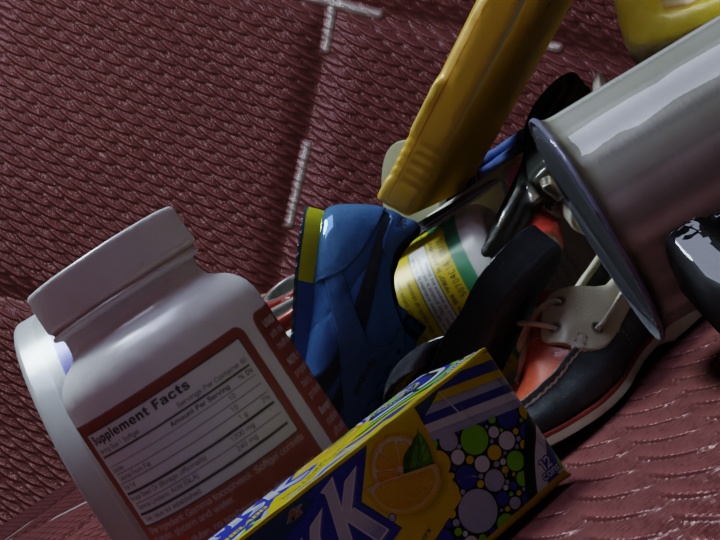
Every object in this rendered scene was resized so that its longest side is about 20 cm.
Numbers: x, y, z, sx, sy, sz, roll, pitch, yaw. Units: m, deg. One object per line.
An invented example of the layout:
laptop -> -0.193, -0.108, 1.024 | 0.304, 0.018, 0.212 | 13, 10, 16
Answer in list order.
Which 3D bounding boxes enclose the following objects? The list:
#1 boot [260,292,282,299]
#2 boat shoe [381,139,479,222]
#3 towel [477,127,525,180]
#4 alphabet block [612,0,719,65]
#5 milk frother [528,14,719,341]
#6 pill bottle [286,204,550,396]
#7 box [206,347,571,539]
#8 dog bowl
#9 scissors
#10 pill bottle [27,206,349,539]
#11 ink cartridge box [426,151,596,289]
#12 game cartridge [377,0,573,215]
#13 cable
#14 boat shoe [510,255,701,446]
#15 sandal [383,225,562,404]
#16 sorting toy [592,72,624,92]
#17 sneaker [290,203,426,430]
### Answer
boot -> -0.085, 0.079, 1.059 | 0.200, 0.070, 0.146 | -41, -14, 23
boat shoe -> 0.052, 0.001, 1.064 | 0.074, 0.202, 0.063 | 13, 16, 39
towel -> 0.181, -0.071, 1.082 | 0.199, 0.024, 0.147 | 5, -12, -17
alphabet block -> 0.261, -0.209, 0.911 | 0.196, 0.196, 0.200 | -19, -24, 18
milk frother -> 0.166, -0.089, 0.598 | 0.188, 0.200, 0.181 | -31, 20, 3
pill bottle -> 0.021, 0.055, 0.912 | 0.200, 0.113, 0.113 | -33, 2, 16
box -> -0.010, 0.116, 0.597 | 0.200, 0.070, 0.064 | -35, 0, -32
dog bowl -> -0.120, 0.099, 0.863 | 0.079, 0.200, 0.200 | -31, 2, -3
scissors -> 0.000, 0.000, 0.887 | 0.200, 0.014, 0.073 | -24, 19, 34
pill bottle -> -0.074, 0.075, 0.709 | 0.112, 0.200, 0.112 | -33, 2, 1
ink cartridge box -> 0.119, -0.016, 0.973 | 0.200, 0.117, 0.067 | -32, 6, 13
game cartridge -> 0.086, -0.135, 0.910 | 0.200, 0.032, 0.176 | -60, -10, 15
cable -> 0.117, -0.055, 0.867 | 0.097, 0.050, 0.200 | -50, 8, 20
boat shoe -> 0.113, 0.033, 0.739 | 0.200, 0.063, 0.071 | -37, 6, -37
sandal -> 0.051, 0.046, 0.782 | 0.076, 0.043, 0.200 | -34, -24, -46
sorting toy -> 0.230, -0.060, 0.748 | 0.199, 0.107, 0.180 | -18, 24, 18
sneaker -> -0.004, 0.061, 0.822 | 0.078, 0.201, 0.066 | 6, -6, 0
